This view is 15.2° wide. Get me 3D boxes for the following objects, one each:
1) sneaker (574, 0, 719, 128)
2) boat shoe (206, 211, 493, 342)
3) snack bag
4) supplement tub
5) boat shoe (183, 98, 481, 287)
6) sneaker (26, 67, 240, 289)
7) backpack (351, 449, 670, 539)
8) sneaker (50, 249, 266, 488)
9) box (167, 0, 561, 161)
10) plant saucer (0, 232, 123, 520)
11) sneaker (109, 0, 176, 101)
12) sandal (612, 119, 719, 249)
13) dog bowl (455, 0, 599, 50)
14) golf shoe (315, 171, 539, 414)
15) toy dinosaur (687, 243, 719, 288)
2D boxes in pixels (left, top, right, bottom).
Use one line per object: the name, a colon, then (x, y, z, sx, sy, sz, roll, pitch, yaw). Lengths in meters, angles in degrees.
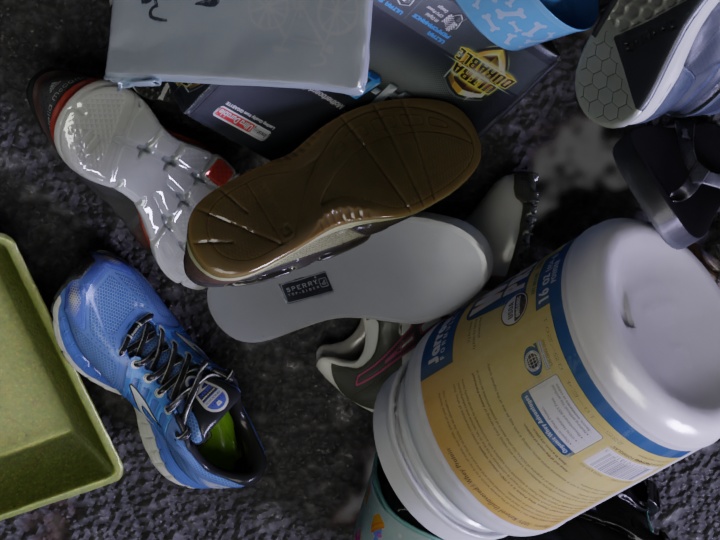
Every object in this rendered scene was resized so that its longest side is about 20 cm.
sneaker: (0.222, -0.175, 1.606, 0.146, 0.077, 0.203, -5, 135, -52)
boat shoe: (0.000, 0.000, 1.696, 0.199, 0.066, 0.072, -17, 103, 31)
snack bag: (-0.061, -0.199, 1.541, 0.187, 0.021, 0.202, 4, 91, 30)
supplement tub: (0.117, 0.073, 1.628, 0.144, 0.145, 0.200, 39, 131, -22)
boat shoe: (-0.022, -0.046, 1.615, 0.199, 0.065, 0.074, -21, 83, -23)
sneaker: (-0.138, -0.067, 1.688, 0.077, 0.082, 0.200, -47, 136, -9)
backpack: (0.088, 0.194, 1.780, 0.199, 0.176, 0.154, 18, 113, -11)
sneaker: (-0.120, 0.065, 1.732, 0.079, 0.089, 0.200, -52, 125, -23)
box: (0.003, -0.125, 1.626, 0.159, 0.046, 0.200, -43, 139, 18)
plant saucer: (-0.280, 0.076, 1.763, 0.198, 0.048, 0.201, -19, 119, 7)
sneaker: (-0.075, -0.193, 1.605, 0.200, 0.080, 0.074, -39, 147, 14)
sandal: (0.204, -0.064, 1.641, 0.043, 0.200, 0.076, -35, 87, 25)
dog bowl: (0.063, -0.215, 1.582, 0.049, 0.112, 0.200, -28, 107, 28)
golf shoe: (0.047, 0.014, 1.736, 0.088, 0.077, 0.201, 26, 114, -10)
toy dinosaur: (0.187, 0.028, 1.716, 0.200, 0.136, 0.086, -37, 115, 17)
